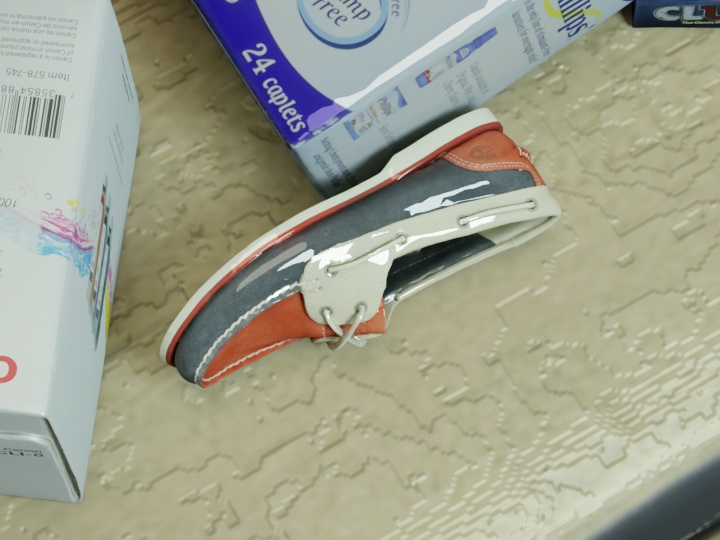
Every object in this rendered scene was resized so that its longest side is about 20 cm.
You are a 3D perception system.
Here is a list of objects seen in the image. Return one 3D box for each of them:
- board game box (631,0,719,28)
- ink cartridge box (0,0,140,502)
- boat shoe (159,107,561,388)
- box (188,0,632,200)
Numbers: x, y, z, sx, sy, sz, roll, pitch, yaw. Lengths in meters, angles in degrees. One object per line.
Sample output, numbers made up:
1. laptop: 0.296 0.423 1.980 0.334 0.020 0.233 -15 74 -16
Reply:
1. board game box: 0.234 -0.187 1.280 0.199 0.035 0.136 0 70 2
2. ink cartridge box: -0.188 -0.012 1.168 0.144 0.145 0.201 6 70 3
3. boat shoe: 0.000 0.000 1.202 0.199 0.071 0.063 -33 75 -14
4. box: 0.011 -0.168 1.225 0.199 0.105 0.184 -34 72 1
